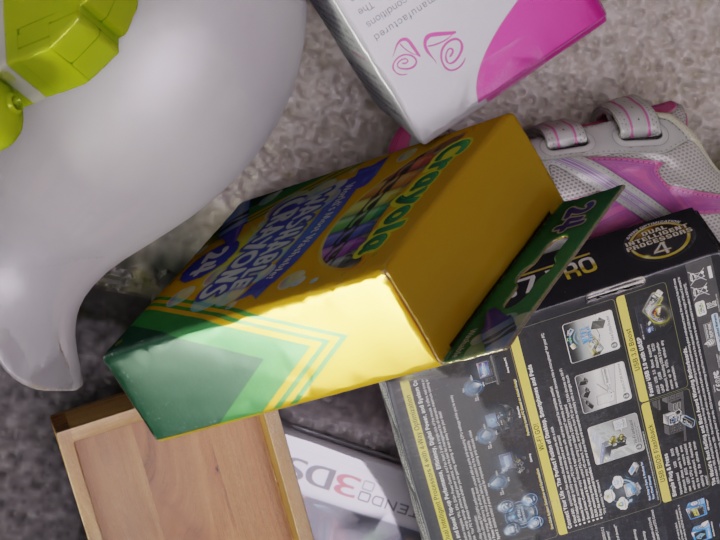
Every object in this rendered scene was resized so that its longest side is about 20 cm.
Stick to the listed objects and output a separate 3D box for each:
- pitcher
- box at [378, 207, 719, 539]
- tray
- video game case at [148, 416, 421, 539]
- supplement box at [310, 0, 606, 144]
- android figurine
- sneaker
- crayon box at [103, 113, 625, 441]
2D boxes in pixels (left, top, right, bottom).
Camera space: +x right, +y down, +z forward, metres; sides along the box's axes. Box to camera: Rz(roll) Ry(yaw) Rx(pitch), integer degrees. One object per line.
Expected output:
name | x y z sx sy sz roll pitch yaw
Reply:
pitcher | -0.133 -0.075 1.263 0.171 0.121 0.200 37 100 4
box | 0.101 0.086 1.319 0.161 0.049 0.200 -19 122 -4
tray | -0.067 0.148 1.337 0.098 0.037 0.201 -17 106 -8
video game case | -0.027 0.179 1.381 0.181 0.023 0.201 19 98 -14
supplement box | 0.007 -0.170 1.268 0.101 0.103 0.200 -33 105 -3
android figurine | -0.168 -0.119 1.213 0.199 0.183 0.041 -19 147 24
sneaker | 0.108 -0.043 1.334 0.199 0.081 0.089 17 96 -21
crayon box | 0.000 0.000 1.239 0.200 0.126 0.052 -16 114 39
